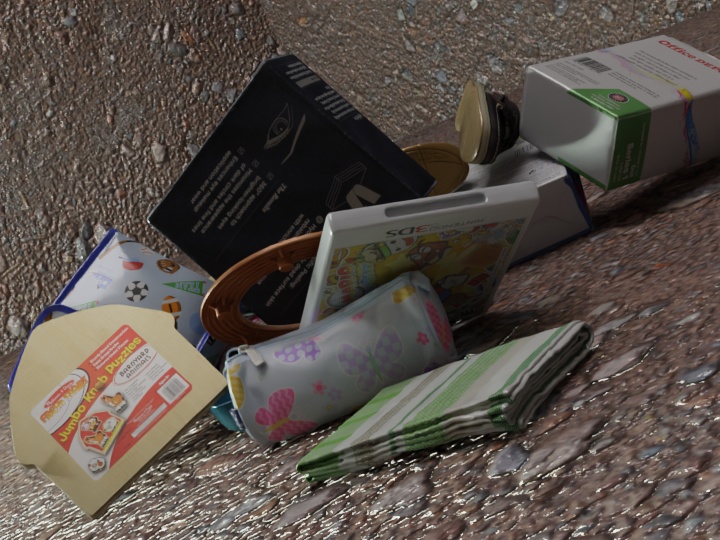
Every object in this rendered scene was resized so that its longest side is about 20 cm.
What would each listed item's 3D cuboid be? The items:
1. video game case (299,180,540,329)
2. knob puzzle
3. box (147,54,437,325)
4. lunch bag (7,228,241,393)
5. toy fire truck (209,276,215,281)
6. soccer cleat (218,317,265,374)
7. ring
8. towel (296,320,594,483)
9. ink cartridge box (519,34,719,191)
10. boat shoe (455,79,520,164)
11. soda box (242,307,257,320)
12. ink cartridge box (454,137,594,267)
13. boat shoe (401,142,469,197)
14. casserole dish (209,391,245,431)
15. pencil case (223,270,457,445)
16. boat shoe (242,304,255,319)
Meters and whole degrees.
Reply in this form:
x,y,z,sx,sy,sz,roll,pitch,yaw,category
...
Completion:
x,y,z,sx,sy,sz,roll,pitch,yaw,category
0.046,-0.002,1.194,0.179,0.023,0.201,-10,-27,-15,video game case
-0.246,0.116,1.326,0.217,0.221,0.031,-27,-33,-4,knob puzzle
-0.064,-0.069,1.358,0.197,0.199,0.117,-50,-1,16,box
-0.237,0.082,1.421,0.201,0.168,0.125,-56,-16,-30,lunch bag
-0.255,0.071,1.922,0.197,0.131,0.176,-11,11,16,toy fire truck
-0.065,0.066,1.455,0.086,0.071,0.199,-19,10,44,soccer cleat
-0.044,0.023,1.233,0.197,0.019,0.201,-14,-27,-7,ring
0.063,0.099,1.016,0.198,0.031,0.149,-23,6,37,towel
0.287,-0.168,1.445,0.198,0.085,0.145,-17,36,-29,ink cartridge box
0.139,-0.156,1.477,0.064,0.073,0.200,13,17,-4,boat shoe
-0.190,0.101,1.562,0.199,0.070,0.064,-35,-31,-49,soda box
0.169,-0.093,1.513,0.135,0.077,0.201,-23,28,14,ink cartridge box
0.025,-0.072,1.500,0.198,0.072,0.069,-26,-17,1,boat shoe
-0.065,0.101,1.348,0.198,0.039,0.121,-29,9,-12,casserole dish
-0.017,0.074,1.183,0.198,0.092,0.083,-23,9,14,pencil case
-0.108,0.012,1.511,0.067,0.072,0.200,-27,0,-28,boat shoe
